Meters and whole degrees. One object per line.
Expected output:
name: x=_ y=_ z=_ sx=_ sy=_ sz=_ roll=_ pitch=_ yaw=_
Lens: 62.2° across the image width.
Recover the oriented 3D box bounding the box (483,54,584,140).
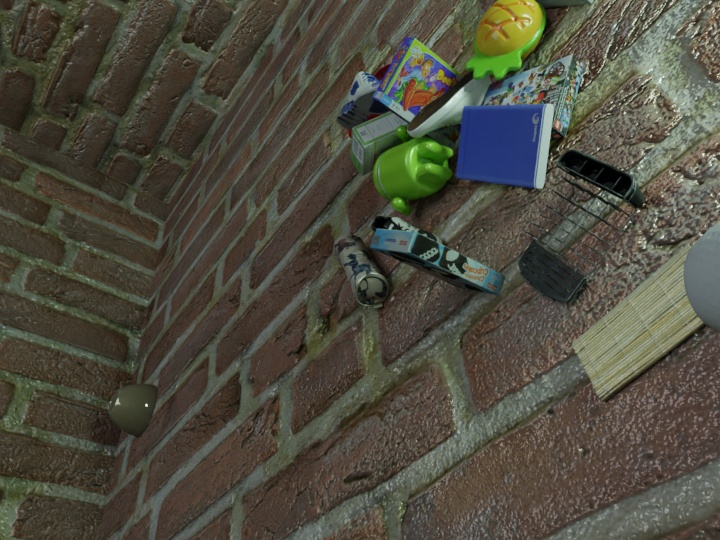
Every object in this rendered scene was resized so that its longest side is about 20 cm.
box: x=0.295 y=-0.291 z=1.074 sx=0.199 sy=0.037 sz=0.139 roll=0 pitch=69 yaw=59

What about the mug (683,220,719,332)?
mug: x=0.426 y=-0.017 z=0.573 sx=0.200 sy=0.148 sz=0.175 roll=-45 pitch=11 yaw=-29

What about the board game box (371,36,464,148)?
board game box: x=0.139 y=-0.356 z=1.215 sx=0.136 sy=0.198 sz=0.045 roll=-59 pitch=30 yaw=9

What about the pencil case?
pencil case: x=0.000 y=0.000 z=1.303 sx=0.077 sy=0.090 sz=0.201 roll=-31 pitch=35 yaw=1

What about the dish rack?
dish rack: x=0.305 y=-0.061 z=0.871 sx=0.202 sy=0.054 sz=0.154 roll=-58 pitch=29 yaw=13

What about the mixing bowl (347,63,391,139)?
mixing bowl: x=0.069 y=-0.379 z=1.440 sx=0.199 sy=0.107 sz=0.203 roll=-38 pitch=39 yaw=40

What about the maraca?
maraca: x=0.275 y=-0.439 z=1.135 sx=0.135 sy=0.107 sz=0.202 roll=11 pitch=66 yaw=39

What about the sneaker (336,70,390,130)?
sneaker: x=0.019 y=-0.407 z=1.354 sx=0.198 sy=0.080 sz=0.117 roll=-13 pitch=60 yaw=56

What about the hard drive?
hard drive: x=0.247 y=-0.221 z=1.052 sx=0.199 sy=0.025 sz=0.135 roll=22 pitch=111 yaw=57

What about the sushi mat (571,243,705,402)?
sushi mat: x=0.353 y=0.065 z=0.738 sx=0.201 sy=0.012 sz=0.097 roll=-50 pitch=32 yaw=26

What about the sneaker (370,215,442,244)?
sneaker: x=0.085 y=-0.062 z=1.198 sx=0.077 sy=0.087 sz=0.199 roll=-62 pitch=31 yaw=0

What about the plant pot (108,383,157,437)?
plant pot: x=-0.894 y=0.527 z=2.313 sx=0.200 sy=0.133 sz=0.203 roll=-38 pitch=39 yaw=40

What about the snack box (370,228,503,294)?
snack box: x=0.126 y=-0.014 z=0.979 sx=0.116 sy=0.198 sz=0.038 roll=12 pitch=81 yaw=60

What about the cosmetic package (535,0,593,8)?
cosmetic package: x=0.410 y=-0.591 z=1.099 sx=0.203 sy=0.051 sz=0.151 roll=-62 pitch=31 yaw=6

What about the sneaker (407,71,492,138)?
sneaker: x=0.186 y=-0.307 z=1.174 sx=0.199 sy=0.085 sz=0.073 roll=-37 pitch=28 yaw=-4

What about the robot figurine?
robot figurine: x=0.104 y=-0.207 z=1.245 sx=0.199 sy=0.114 sz=0.180 roll=-7 pitch=80 yaw=57

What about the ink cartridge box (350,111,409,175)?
ink cartridge box: x=0.076 y=-0.299 z=1.323 sx=0.060 sy=0.197 sz=0.104 roll=57 pitch=164 yaw=20
